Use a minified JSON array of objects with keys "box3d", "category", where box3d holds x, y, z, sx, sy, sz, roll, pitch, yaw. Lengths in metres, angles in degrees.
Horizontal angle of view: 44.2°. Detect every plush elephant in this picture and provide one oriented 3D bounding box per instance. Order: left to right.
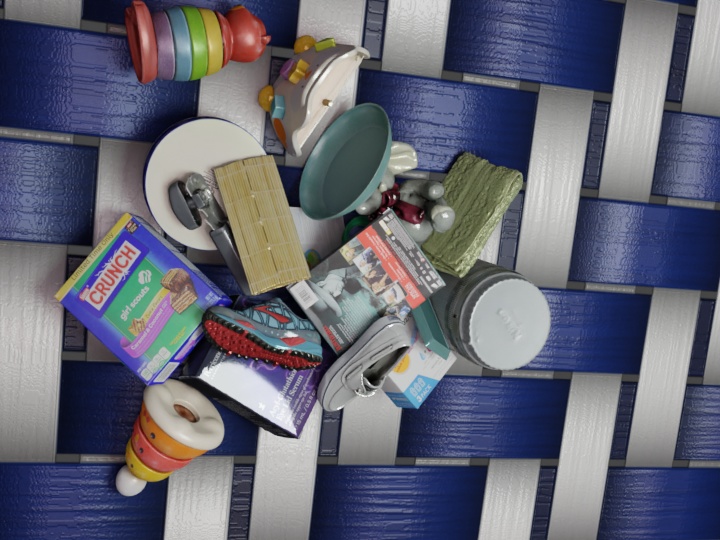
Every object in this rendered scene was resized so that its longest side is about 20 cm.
[{"box3d":[0.047,-0.107,1.396,0.154,0.201,0.165,25,128,-15],"category":"plush elephant"}]

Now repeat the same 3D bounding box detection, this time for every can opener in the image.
[{"box3d":[-0.215,-0.050,1.325,0.066,0.053,0.201,-20,108,23],"category":"can opener"}]

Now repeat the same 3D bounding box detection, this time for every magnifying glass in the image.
[{"box3d":[0.000,0.000,1.423,0.079,0.022,0.202,19,55,-15],"category":"magnifying glass"}]

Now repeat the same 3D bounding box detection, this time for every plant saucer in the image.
[{"box3d":[-0.016,-0.161,1.363,0.036,0.200,0.201,30,92,-35],"category":"plant saucer"},{"box3d":[0.095,0.050,1.427,0.019,0.201,0.070,-34,141,19],"category":"plant saucer"}]

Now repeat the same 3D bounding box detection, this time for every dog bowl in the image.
[{"box3d":[-0.234,-0.134,1.363,0.197,0.079,0.203,-3,101,-15],"category":"dog bowl"}]

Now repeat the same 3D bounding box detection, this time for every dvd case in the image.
[{"box3d":[0.008,0.022,1.337,0.199,0.022,0.146,-37,100,7],"category":"dvd case"}]

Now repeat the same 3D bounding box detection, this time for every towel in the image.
[{"box3d":[0.168,-0.092,1.452,0.036,0.148,0.201,33,88,-45],"category":"towel"}]

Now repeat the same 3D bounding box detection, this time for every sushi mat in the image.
[{"box3d":[-0.145,-0.070,1.305,0.095,0.012,0.202,-15,78,-17],"category":"sushi mat"}]

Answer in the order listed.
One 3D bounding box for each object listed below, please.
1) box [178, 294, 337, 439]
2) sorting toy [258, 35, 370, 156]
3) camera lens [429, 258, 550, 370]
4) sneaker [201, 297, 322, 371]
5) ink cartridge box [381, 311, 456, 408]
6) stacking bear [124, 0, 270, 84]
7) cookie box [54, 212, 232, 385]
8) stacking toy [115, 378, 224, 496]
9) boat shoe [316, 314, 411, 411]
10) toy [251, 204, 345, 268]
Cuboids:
[{"box3d":[-0.162,0.154,1.402,0.199,0.104,0.149,33,70,-19],"category":"box"},{"box3d":[-0.066,-0.278,1.329,0.106,0.180,0.201,36,89,-18],"category":"sorting toy"},{"box3d":[0.200,0.068,1.453,0.158,0.200,0.162,-3,100,-18],"category":"camera lens"},{"box3d":[-0.148,0.084,1.327,0.199,0.079,0.096,23,49,-31],"category":"sneaker"},{"box3d":[0.049,0.112,1.431,0.200,0.068,0.115,49,65,-16],"category":"ink cartridge box"},{"box3d":[-0.235,-0.342,1.313,0.198,0.121,0.115,-11,101,-21],"category":"stacking bear"},{"box3d":[-0.325,0.042,1.333,0.200,0.075,0.172,40,88,9],"category":"cookie box"},{"box3d":[-0.323,0.286,1.405,0.145,0.146,0.201,33,106,-18],"category":"stacking toy"},{"box3d":[0.004,0.156,1.339,0.073,0.066,0.201,9,129,-39],"category":"boat shoe"},{"box3d":[-0.100,-0.039,1.394,0.199,0.047,0.117,0,78,-51],"category":"toy"}]
